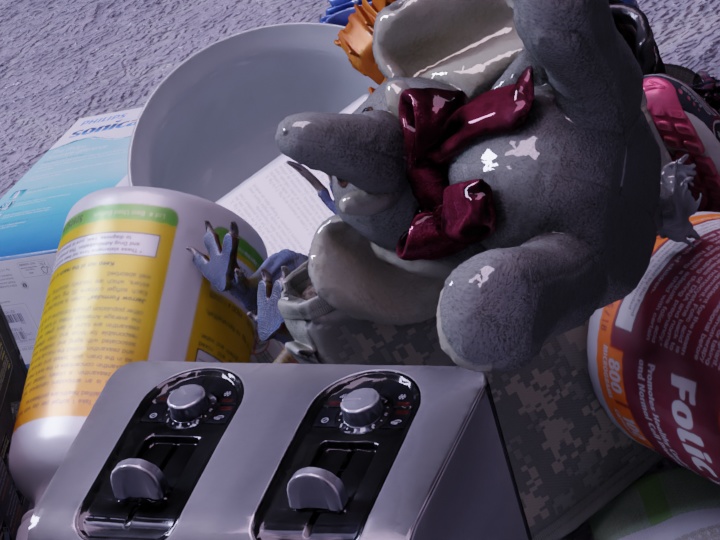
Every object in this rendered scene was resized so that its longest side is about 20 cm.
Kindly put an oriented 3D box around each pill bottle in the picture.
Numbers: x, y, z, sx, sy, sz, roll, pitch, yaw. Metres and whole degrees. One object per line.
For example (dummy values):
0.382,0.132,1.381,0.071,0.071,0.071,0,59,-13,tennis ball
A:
0.191,0.047,1.018,0.114,0.115,0.200,-30,22,-16,pill bottle
-0.117,0.069,1.230,0.110,0.111,0.201,-6,59,31,pill bottle

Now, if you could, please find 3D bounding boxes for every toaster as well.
-0.022,0.142,0.999,0.180,0.201,0.119,1,35,27,toaster

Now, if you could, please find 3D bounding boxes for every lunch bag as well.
0.069,0.032,1.135,0.199,0.165,0.117,-34,17,-19,lunch bag

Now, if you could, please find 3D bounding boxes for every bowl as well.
-0.036,-0.045,1.442,0.199,0.091,0.202,-2,54,2,bowl

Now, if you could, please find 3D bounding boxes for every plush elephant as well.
0.040,-0.044,0.993,0.154,0.166,0.200,8,-2,26,plush elephant

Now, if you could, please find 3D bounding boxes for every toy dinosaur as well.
0.000,0.000,1.244,0.181,0.202,0.105,0,17,-45,toy dinosaur

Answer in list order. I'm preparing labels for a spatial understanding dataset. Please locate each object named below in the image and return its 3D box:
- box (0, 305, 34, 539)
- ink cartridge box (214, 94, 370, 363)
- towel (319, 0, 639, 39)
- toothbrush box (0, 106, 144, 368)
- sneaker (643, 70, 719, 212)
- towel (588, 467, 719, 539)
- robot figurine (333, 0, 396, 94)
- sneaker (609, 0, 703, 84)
-0.207,0.105,1.246,0.048,0.159,0.200,-14,26,8,box
-0.027,0.017,1.326,0.200,0.057,0.163,-37,60,-2,ink cartridge box
0.084,-0.117,1.462,0.199,0.145,0.024,-8,32,30,towel
-0.157,-0.027,1.558,0.146,0.086,0.200,-8,29,31,toothbrush box
0.173,-0.069,1.239,0.080,0.075,0.200,18,-3,23,sneaker
0.177,0.127,1.032,0.148,0.031,0.200,-20,25,4,towel
0.087,-0.087,1.368,0.058,0.199,0.145,-58,29,21,robot figurine
0.138,-0.098,1.282,0.084,0.077,0.199,-49,-26,25,sneaker
